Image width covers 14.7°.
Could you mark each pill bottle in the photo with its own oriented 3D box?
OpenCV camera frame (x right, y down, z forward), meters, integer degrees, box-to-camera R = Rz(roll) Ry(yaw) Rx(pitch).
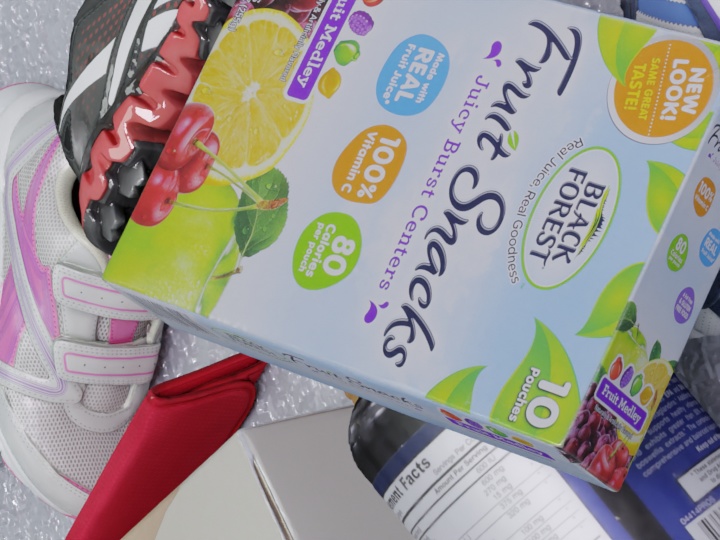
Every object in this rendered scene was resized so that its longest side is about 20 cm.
[{"bbox_3d":[0.067,0.068,1.005,0.200,0.112,0.112,51,131,10],"label":"pill bottle"}]

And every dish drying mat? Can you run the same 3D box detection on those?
[{"bbox_3d":[-0.104,0.115,1.250,0.018,0.077,0.200,47,128,20],"label":"dish drying mat"}]

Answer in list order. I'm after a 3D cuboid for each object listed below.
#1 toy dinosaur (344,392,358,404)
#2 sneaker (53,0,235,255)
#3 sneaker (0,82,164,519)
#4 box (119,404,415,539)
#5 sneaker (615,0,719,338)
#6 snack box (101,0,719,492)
[{"bbox_3d":[0.000,0.000,1.131,0.200,0.060,0.107,-15,58,39],"label":"toy dinosaur"},{"bbox_3d":[-0.065,-0.104,1.133,0.201,0.071,0.098,-56,48,25],"label":"sneaker"},{"bbox_3d":[-0.123,0.013,1.248,0.088,0.081,0.201,-5,94,49],"label":"sneaker"},{"bbox_3d":[-0.055,0.140,1.190,0.200,0.095,0.078,-43,66,40],"label":"box"},{"bbox_3d":[0.103,-0.074,0.992,0.146,0.080,0.201,-30,80,41],"label":"sneaker"},{"bbox_3d":[0.025,-0.025,0.939,0.200,0.053,0.143,19,80,36],"label":"snack box"}]
